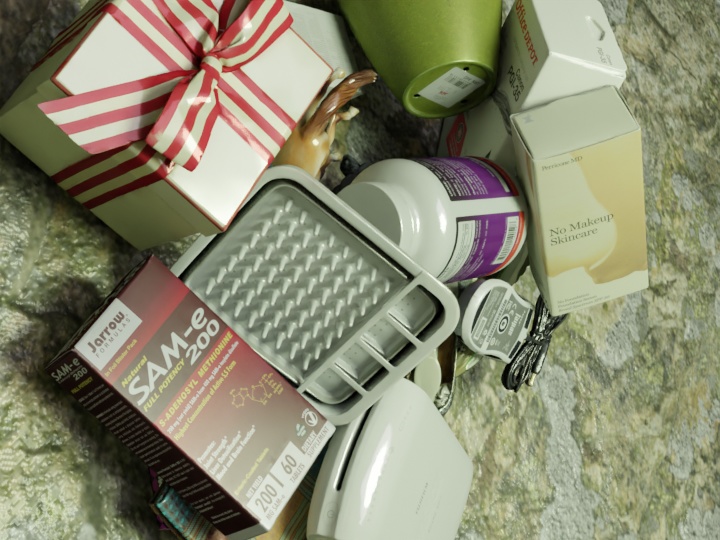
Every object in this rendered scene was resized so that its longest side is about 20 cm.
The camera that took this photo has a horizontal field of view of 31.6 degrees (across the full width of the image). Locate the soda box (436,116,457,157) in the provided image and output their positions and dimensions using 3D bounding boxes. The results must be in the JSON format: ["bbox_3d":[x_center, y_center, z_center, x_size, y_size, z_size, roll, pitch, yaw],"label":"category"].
[{"bbox_3d":[0.127,-0.122,1.389,0.068,0.063,0.201,37,54,-36],"label":"soda box"}]

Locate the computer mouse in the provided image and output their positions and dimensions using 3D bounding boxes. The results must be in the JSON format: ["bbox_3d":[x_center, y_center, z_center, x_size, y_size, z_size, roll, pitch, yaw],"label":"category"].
[{"bbox_3d":[0.135,0.049,1.230,0.200,0.044,0.110,31,85,-56],"label":"computer mouse"}]

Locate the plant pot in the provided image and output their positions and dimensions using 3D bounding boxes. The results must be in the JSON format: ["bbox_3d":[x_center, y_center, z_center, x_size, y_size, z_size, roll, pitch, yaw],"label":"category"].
[{"bbox_3d":[0.063,-0.256,1.231,0.186,0.187,0.201,16,52,-44],"label":"plant pot"}]

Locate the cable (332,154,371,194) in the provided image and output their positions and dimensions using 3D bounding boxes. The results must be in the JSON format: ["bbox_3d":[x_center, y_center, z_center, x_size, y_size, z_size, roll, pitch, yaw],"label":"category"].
[{"bbox_3d":[0.000,0.000,1.195,0.163,0.050,0.202,40,53,-68],"label":"cable"}]

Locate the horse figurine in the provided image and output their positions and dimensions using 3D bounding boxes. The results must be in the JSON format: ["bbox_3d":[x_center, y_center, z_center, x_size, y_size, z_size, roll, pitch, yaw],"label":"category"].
[{"bbox_3d":[-0.046,-0.095,1.127,0.050,0.201,0.133,29,45,5],"label":"horse figurine"}]

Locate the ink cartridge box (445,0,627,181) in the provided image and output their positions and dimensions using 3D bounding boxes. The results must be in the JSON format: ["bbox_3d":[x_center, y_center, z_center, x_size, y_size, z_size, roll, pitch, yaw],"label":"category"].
[{"bbox_3d":[0.164,-0.156,1.229,0.082,0.201,0.147,14,38,-15],"label":"ink cartridge box"}]

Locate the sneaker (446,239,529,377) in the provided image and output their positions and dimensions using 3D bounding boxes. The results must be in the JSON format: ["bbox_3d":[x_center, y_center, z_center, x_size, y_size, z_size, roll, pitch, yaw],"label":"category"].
[{"bbox_3d":[0.097,0.017,1.279,0.088,0.077,0.201,35,76,-32],"label":"sneaker"}]

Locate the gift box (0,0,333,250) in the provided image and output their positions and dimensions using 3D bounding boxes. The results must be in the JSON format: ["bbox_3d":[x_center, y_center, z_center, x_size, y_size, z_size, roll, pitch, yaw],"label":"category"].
[{"bbox_3d":[-0.160,-0.135,0.946,0.200,0.186,0.185,38,66,-25],"label":"gift box"}]

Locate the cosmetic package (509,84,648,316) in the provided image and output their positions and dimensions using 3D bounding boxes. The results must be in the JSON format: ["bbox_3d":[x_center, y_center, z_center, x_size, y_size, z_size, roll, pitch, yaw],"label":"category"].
[{"bbox_3d":[0.204,-0.060,1.169,0.071,0.104,0.201,-108,-179,-46],"label":"cosmetic package"}]

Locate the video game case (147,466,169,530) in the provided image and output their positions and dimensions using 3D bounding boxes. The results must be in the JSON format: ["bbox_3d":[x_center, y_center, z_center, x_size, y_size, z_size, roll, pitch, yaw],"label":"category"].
[{"bbox_3d":[-0.102,0.110,1.080,0.199,0.036,0.183,-4,83,-49],"label":"video game case"}]

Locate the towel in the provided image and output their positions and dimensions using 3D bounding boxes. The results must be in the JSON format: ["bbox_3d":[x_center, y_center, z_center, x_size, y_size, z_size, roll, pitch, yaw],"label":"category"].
[{"bbox_3d":[-0.079,0.160,1.048,0.147,0.022,0.201,53,47,-25],"label":"towel"}]

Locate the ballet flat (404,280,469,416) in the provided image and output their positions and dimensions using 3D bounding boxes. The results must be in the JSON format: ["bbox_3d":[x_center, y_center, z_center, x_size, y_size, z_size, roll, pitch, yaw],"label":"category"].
[{"bbox_3d":[0.069,0.053,1.215,0.072,0.072,0.202,2,93,-48],"label":"ballet flat"}]

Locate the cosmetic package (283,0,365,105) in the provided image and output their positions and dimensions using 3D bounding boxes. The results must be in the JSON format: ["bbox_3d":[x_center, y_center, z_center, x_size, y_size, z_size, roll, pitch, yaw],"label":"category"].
[{"bbox_3d":[-0.070,-0.199,1.166,0.200,0.050,0.083,-5,75,-63],"label":"cosmetic package"}]

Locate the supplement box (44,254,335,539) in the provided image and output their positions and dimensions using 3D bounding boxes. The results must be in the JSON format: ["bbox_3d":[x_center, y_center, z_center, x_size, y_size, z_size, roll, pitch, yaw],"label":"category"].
[{"bbox_3d":[-0.126,0.098,0.966,0.200,0.061,0.109,44,53,-11],"label":"supplement box"}]

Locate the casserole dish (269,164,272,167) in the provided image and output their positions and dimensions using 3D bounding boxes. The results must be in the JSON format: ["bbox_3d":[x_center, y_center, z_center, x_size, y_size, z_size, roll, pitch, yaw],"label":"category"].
[{"bbox_3d":[-0.148,-0.140,1.106,0.121,0.039,0.201,-34,103,-48],"label":"casserole dish"}]

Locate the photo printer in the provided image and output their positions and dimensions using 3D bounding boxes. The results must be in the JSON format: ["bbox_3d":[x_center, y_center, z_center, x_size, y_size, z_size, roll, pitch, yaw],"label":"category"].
[{"bbox_3d":[0.027,0.195,1.114,0.167,0.069,0.200,-67,148,-25],"label":"photo printer"}]

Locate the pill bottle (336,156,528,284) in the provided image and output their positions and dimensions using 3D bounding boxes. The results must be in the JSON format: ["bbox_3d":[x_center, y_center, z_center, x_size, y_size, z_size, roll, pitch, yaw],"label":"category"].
[{"bbox_3d":[0.057,-0.042,1.108,0.199,0.112,0.113,-8,84,-55],"label":"pill bottle"}]

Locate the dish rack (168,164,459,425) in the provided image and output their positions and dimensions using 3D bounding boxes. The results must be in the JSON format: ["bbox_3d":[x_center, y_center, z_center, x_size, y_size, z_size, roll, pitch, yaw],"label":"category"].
[{"bbox_3d":[-0.039,0.016,1.007,0.200,0.172,0.044,38,28,-17],"label":"dish rack"}]
